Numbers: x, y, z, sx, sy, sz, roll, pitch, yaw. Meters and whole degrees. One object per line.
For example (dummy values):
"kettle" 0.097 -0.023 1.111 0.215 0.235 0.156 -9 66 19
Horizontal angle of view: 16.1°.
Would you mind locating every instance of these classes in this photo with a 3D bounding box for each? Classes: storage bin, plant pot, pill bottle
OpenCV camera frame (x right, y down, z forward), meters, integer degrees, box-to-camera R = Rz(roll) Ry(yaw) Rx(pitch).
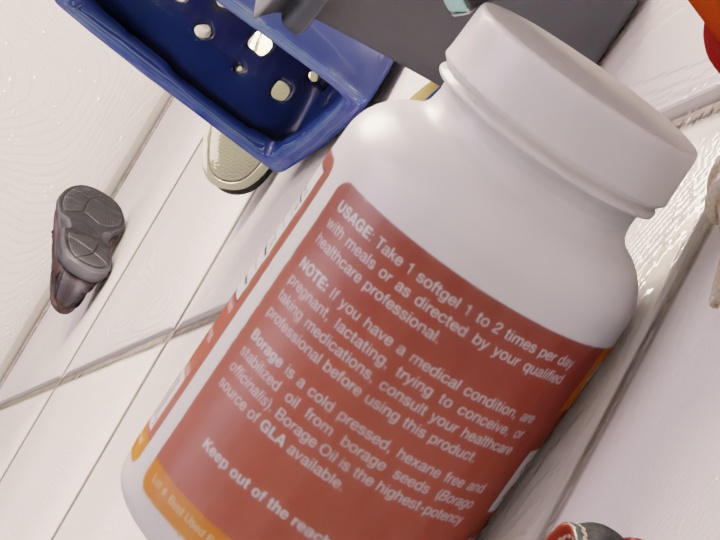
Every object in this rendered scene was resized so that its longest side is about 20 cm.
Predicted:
"storage bin" 0.048 -0.150 1.121 0.146 0.134 0.200 -55 11 14
"plant pot" -0.054 -0.204 1.608 0.180 0.200 0.200 -55 8 -18
"pill bottle" 0.018 0.019 0.826 0.200 0.112 0.112 -55 11 13

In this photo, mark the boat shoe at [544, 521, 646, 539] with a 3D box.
"boat shoe" 0.006 0.144 0.660 0.200 0.062 0.071 -56 8 6

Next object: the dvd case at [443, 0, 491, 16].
"dvd case" 0.084 -0.192 0.832 0.199 0.147 0.022 -29 15 -16

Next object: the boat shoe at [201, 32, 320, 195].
"boat shoe" -0.052 -0.137 1.800 0.068 0.071 0.201 60 -133 -60

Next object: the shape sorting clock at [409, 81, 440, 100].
"shape sorting clock" 0.000 0.000 1.169 0.200 0.039 0.200 -54 12 17

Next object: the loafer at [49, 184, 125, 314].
"loafer" -0.273 -0.022 2.448 0.063 0.072 0.200 -59 12 19

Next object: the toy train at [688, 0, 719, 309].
"toy train" 0.102 -0.102 0.774 0.201 0.115 0.085 -62 11 -24
